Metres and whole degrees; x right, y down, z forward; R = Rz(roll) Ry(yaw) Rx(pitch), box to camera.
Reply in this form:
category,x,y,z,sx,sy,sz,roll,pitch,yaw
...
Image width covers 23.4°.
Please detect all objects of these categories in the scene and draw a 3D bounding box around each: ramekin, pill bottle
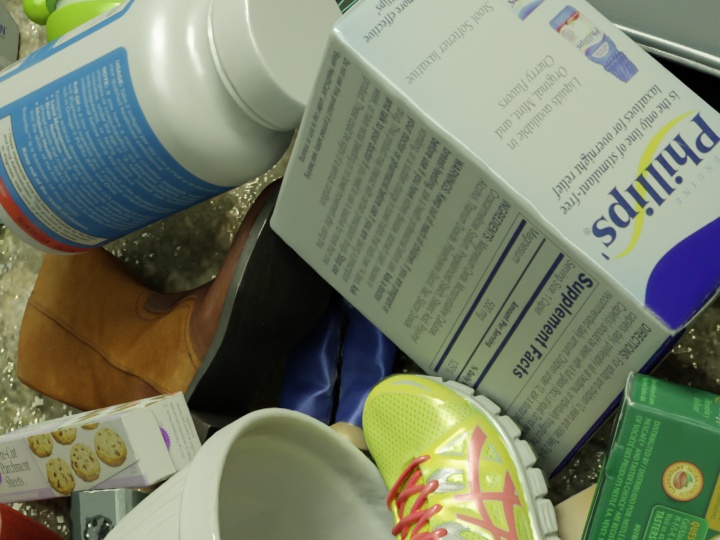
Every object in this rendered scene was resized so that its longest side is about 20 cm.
category,x,y,z,sx,sy,sz,roll,pitch,yaw
ramekin,-0.040,0.176,0.806,0.105,0.200,0.202,-31,65,24
pill bottle,-0.103,-0.087,0.912,0.199,0.112,0.113,-20,68,36

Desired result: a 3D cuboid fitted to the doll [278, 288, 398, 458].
category,x,y,z,sx,sy,sz,roll,pitch,yaw
doll,0.000,0.000,0.961,0.135,0.048,0.202,-1,75,38

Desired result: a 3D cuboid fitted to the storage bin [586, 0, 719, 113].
category,x,y,z,sx,sy,sz,roll,pitch,yaw
storage bin,0.160,-0.107,0.876,0.199,0.146,0.135,24,60,30

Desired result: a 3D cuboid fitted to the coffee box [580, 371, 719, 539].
category,x,y,z,sx,sy,sz,roll,pitch,yaw
coffee box,0.191,0.130,0.730,0.198,0.044,0.124,15,108,7

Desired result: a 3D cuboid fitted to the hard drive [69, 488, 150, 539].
category,x,y,z,sx,sy,sz,roll,pitch,yaw
hard drive,-0.121,0.218,0.900,0.032,0.140,0.202,-3,80,1

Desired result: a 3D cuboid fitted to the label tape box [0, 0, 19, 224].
category,x,y,z,sx,sy,sz,roll,pitch,yaw
label tape box,-0.298,-0.126,1.136,0.142,0.066,0.202,-6,71,24

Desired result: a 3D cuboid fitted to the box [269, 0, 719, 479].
category,x,y,z,sx,sy,sz,roll,pitch,yaw
box,0.072,-0.030,0.822,0.200,0.184,0.105,43,63,9

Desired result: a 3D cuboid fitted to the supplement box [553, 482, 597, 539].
category,x,y,z,sx,sy,sz,roll,pitch,yaw
supplement box,0.195,0.132,0.816,0.199,0.073,0.127,-32,65,16

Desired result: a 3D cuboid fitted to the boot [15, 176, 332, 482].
category,x,y,z,sx,sy,sz,roll,pitch,yaw
boot,-0.109,0.012,0.987,0.199,0.068,0.190,28,109,44

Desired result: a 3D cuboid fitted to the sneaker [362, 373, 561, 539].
category,x,y,z,sx,sy,sz,roll,pitch,yaw
sneaker,0.044,0.130,0.808,0.201,0.090,0.078,59,136,31

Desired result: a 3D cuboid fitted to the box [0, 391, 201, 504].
category,x,y,z,sx,sy,sz,roll,pitch,yaw
box,-0.151,0.100,0.954,0.199,0.038,0.042,-15,95,55

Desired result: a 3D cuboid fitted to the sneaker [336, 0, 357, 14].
category,x,y,z,sx,sy,sz,roll,pitch,yaw
sneaker,0.031,-0.154,0.975,0.198,0.075,0.080,-23,65,19

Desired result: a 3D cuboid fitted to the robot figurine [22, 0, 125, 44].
category,x,y,z,sx,sy,sz,roll,pitch,yaw
robot figurine,-0.125,-0.184,1.035,0.174,0.115,0.202,-3,75,32

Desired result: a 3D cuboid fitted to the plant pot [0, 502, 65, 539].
category,x,y,z,sx,sy,sz,roll,pitch,yaw
plant pot,-0.233,0.235,0.941,0.198,0.176,0.202,-3,75,24
